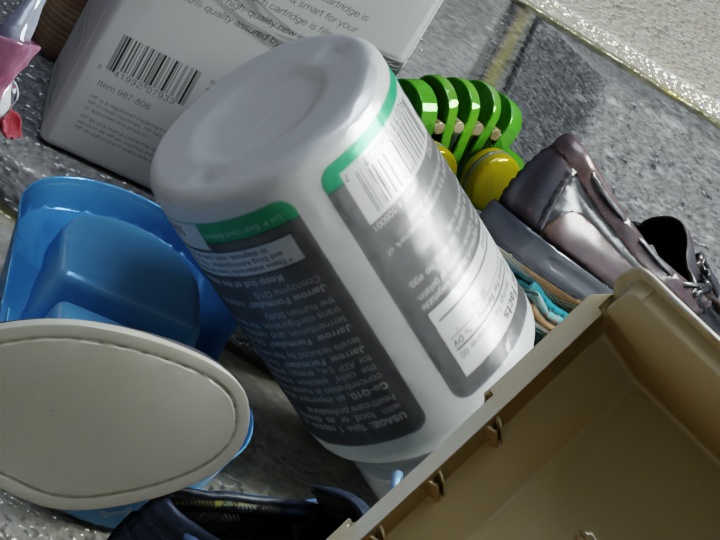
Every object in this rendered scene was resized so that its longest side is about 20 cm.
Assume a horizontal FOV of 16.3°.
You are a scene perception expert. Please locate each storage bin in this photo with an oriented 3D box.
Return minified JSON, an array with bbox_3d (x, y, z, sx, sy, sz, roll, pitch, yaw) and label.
[{"bbox_3d":[0.088,0.134,0.898,0.199,0.200,0.094,45,-12,16],"label":"storage bin"}]

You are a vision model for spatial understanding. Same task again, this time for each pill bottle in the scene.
[{"bbox_3d":[0.005,0.009,1.074,0.200,0.113,0.113,58,13,-28],"label":"pill bottle"}]

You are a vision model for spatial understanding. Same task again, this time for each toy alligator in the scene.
[{"bbox_3d":[0.016,-0.068,1.180,0.199,0.055,0.059,5,26,-40],"label":"toy alligator"}]

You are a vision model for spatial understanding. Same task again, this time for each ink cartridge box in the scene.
[{"bbox_3d":[-0.051,-0.133,1.249,0.144,0.200,0.084,25,26,-16],"label":"ink cartridge box"}]

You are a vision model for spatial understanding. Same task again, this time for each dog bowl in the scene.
[{"bbox_3d":[-0.106,0.035,1.062,0.111,0.050,0.200,24,26,-17],"label":"dog bowl"}]

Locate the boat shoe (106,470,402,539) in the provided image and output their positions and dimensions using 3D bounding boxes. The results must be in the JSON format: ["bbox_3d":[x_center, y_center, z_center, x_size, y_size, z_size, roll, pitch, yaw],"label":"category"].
[{"bbox_3d":[-0.010,0.123,0.988,0.199,0.069,0.084,4,37,-44],"label":"boat shoe"}]

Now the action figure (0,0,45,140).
[{"bbox_3d":[-0.206,-0.094,1.120,0.200,0.133,0.150,42,50,-54],"label":"action figure"}]

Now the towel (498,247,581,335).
[{"bbox_3d":[0.096,0.010,1.258,0.200,0.022,0.147,26,12,-46],"label":"towel"}]

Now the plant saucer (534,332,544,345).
[{"bbox_3d":[0.127,0.059,1.322,0.200,0.019,0.070,41,27,17],"label":"plant saucer"}]

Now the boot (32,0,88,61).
[{"bbox_3d":[-0.064,-0.164,1.342,0.199,0.156,0.077,18,28,-28],"label":"boot"}]

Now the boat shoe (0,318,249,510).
[{"bbox_3d":[-0.142,0.045,0.929,0.199,0.073,0.063,-1,18,-9],"label":"boat shoe"}]

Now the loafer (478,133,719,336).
[{"bbox_3d":[0.137,-0.005,1.209,0.200,0.063,0.072,27,10,-46],"label":"loafer"}]
